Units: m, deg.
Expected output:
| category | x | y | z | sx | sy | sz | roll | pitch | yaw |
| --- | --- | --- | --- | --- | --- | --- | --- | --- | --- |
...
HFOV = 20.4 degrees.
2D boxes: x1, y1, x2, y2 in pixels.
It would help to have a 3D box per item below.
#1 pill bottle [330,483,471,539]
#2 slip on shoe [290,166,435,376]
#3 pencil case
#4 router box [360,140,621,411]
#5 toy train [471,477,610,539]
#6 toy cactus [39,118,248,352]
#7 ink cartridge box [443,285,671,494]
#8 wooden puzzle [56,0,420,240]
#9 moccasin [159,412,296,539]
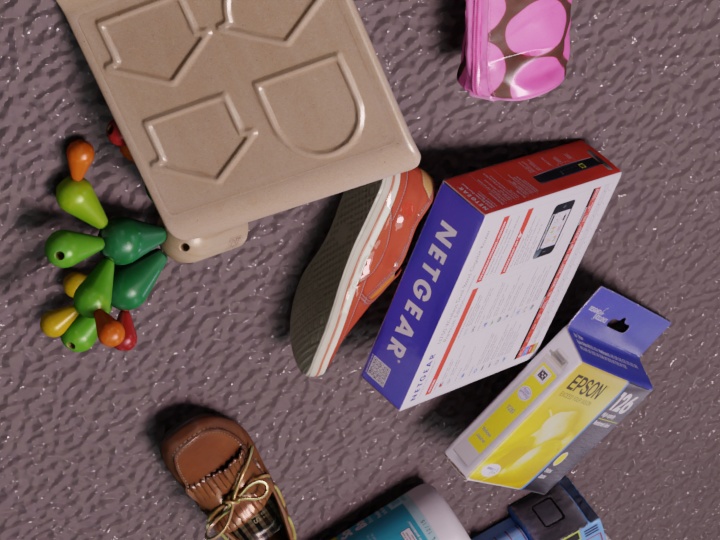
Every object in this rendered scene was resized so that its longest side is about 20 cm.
| category | x | y | z | sx | sy | sz | roll | pitch | yaw |
| --- | --- | --- | --- | --- | --- | --- | --- | --- | --- |
| pill bottle | 0.006 | 0.286 | 1.796 | 0.200 | 0.111 | 0.111 | -31 | 140 | -7 |
| slip on shoe | 0.000 | 0.000 | 1.545 | 0.061 | 0.074 | 0.200 | 12 | 116 | -29 |
| pencil case | 0.105 | -0.208 | 1.411 | 0.094 | 0.091 | 0.200 | -54 | 151 | -38 |
| router box | 0.106 | 0.003 | 1.605 | 0.179 | 0.049 | 0.200 | -17 | 139 | -46 |
| toy train | 0.149 | 0.290 | 1.928 | 0.200 | 0.087 | 0.114 | -27 | 130 | -8 |
| toy cactus | -0.145 | -0.023 | 1.417 | 0.165 | 0.102 | 0.200 | -9 | 124 | -43 |
| ink cartridge box | 0.189 | 0.114 | 1.779 | 0.200 | 0.047 | 0.198 | -45 | 154 | 12 |
| wooden puzzle | -0.077 | -0.131 | 1.297 | 0.185 | 0.046 | 0.200 | -17 | 114 | 21 |
| moccasin | -0.105 | 0.185 | 1.644 | 0.074 | 0.078 | 0.201 | -30 | 140 | -7 |
